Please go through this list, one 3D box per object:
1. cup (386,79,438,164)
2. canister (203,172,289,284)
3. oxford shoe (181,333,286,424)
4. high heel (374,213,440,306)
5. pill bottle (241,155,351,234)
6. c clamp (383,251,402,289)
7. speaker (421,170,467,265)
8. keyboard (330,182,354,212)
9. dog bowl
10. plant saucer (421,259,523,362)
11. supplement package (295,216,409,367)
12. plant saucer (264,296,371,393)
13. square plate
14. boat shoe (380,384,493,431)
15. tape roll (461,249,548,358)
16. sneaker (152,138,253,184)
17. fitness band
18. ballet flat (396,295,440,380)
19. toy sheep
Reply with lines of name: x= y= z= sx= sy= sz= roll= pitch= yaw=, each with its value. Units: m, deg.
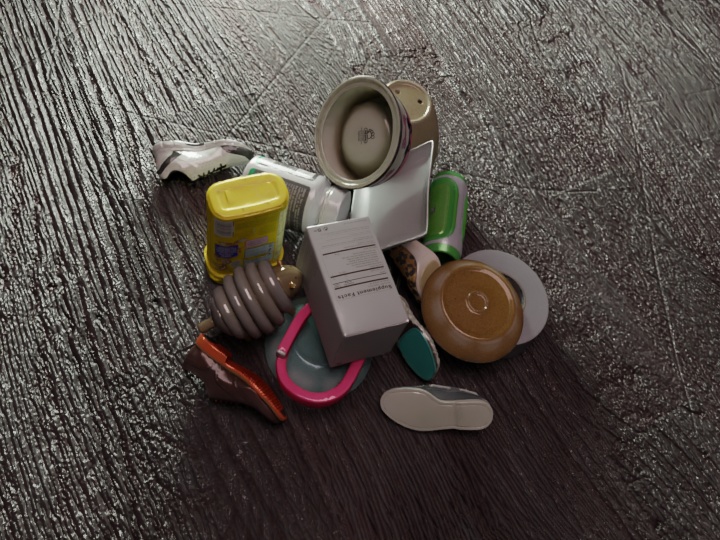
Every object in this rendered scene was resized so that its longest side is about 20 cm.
cup: x=0.077 y=-0.290 z=1.350 sx=0.195 sy=0.144 sz=0.205 roll=5 pitch=64 yaw=-10
canister: x=-0.201 y=-0.072 z=1.193 sx=0.145 sy=0.201 sz=0.088 roll=-15 pitch=63 yaw=-21
oxford shoe: x=-0.208 y=0.195 z=1.123 sx=0.199 sy=0.071 sz=0.073 roll=39 pitch=87 yaw=8
high heel: x=0.084 y=-0.016 z=1.306 sx=0.070 sy=0.141 sz=0.205 roll=-24 pitch=108 yaw=-32
pill bottle: x=-0.124 y=-0.135 z=1.287 sx=0.195 sy=0.114 sz=0.115 roll=19 pitch=56 yaw=9
c clamp: x=0.000 y=0.000 z=1.300 sx=0.167 sy=0.027 sz=0.204 roll=18 pitch=52 yaw=-10
speaker: x=0.169 y=-0.100 z=1.363 sx=0.086 sy=0.089 sz=0.204 roll=14 pitch=57 yaw=-4
keyboard: x=0.031 y=-0.134 z=1.361 sx=0.195 sy=0.040 sz=0.107 roll=12 pitch=93 yaw=14
dog bowl: x=0.010 y=-0.248 z=1.252 sx=0.073 sy=0.200 sz=0.202 roll=2 pitch=50 yaw=-54
plant saucer: x=0.207 y=0.063 z=1.222 sx=0.194 sy=0.036 sz=0.205 roll=5 pitch=63 yaw=-9
supplement package: x=-0.018 y=0.035 z=1.131 sx=0.117 sy=0.122 sz=0.204 roll=-11 pitch=64 yaw=-21
plant saucer: x=-0.071 y=0.126 z=1.200 sx=0.195 sy=0.039 sz=0.205 roll=6 pitch=58 yaw=-10
square plate: x=0.057 y=-0.119 z=1.248 sx=0.028 sy=0.197 sz=0.203 roll=31 pitch=54 yaw=-37
boat shoe: x=0.130 y=0.234 z=1.181 sx=0.194 sy=0.075 sz=0.062 roll=6 pitch=14 yaw=-1
tape roll: x=0.256 y=0.064 z=1.297 sx=0.195 sy=0.067 sz=0.205 roll=5 pitch=58 yaw=-9
sneaker: x=-0.308 y=-0.210 z=1.340 sx=0.194 sy=0.074 sz=0.082 roll=-6 pitch=75 yaw=-11
fitness band: x=-0.061 y=0.134 z=1.152 sx=0.141 sy=0.038 sz=0.202 roll=27 pitch=58 yaw=4
ballet flat: x=0.087 y=0.100 z=1.227 sx=0.071 sy=0.072 sz=0.202 roll=-32 pitch=85 yaw=-28
toy sheep: x=-0.185 y=0.055 z=1.148 sx=0.198 sy=0.138 sz=0.139 roll=-33 pitch=69 yaw=-5
